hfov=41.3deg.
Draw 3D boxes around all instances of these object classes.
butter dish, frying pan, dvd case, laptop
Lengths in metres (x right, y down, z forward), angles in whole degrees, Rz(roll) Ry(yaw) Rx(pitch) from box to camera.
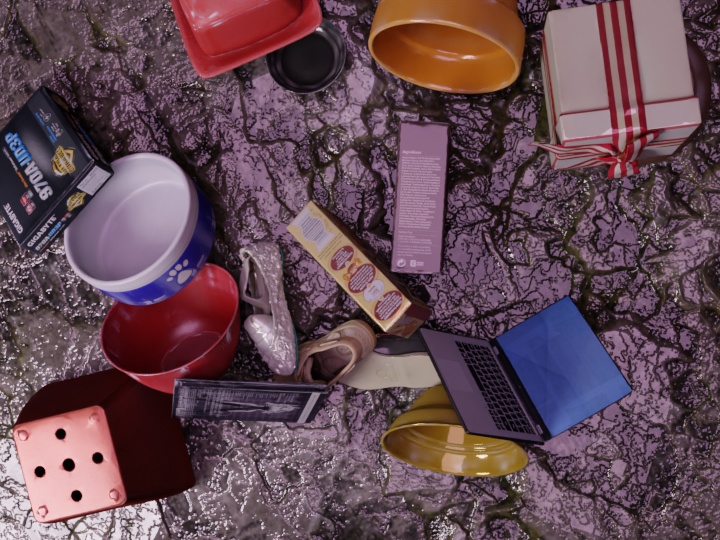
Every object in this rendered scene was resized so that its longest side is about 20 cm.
[{"bbox_3d":[-0.178,-0.395,1.281,0.199,0.148,0.201,-21,78,9],"label":"butter dish"},{"bbox_3d":[-0.083,-0.337,1.342,0.114,0.031,0.191,-13,80,5],"label":"frying pan"},{"bbox_3d":[-0.154,0.178,1.297,0.199,0.149,0.016,4,65,-11],"label":"dvd case"},{"bbox_3d":[0.208,0.117,1.240,0.199,0.188,0.116,13,123,-30],"label":"laptop"}]

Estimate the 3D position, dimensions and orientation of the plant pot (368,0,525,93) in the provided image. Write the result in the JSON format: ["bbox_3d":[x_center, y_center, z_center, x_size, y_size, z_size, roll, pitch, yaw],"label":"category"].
[{"bbox_3d":[0.125,-0.358,1.247,0.199,0.200,0.184,11,78,6],"label":"plant pot"}]

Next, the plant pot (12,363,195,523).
[{"bbox_3d":[-0.371,0.251,1.334,0.199,0.176,0.201,-14,92,8],"label":"plant pot"}]

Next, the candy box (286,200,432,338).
[{"bbox_3d":[0.000,0.000,1.282,0.055,0.115,0.200,-46,71,7],"label":"candy box"}]

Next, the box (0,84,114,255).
[{"bbox_3d":[-0.448,-0.144,1.343,0.159,0.046,0.200,-45,56,8],"label":"box"}]

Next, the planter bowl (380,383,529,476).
[{"bbox_3d":[0.131,0.207,1.291,0.199,0.201,0.084,7,61,7],"label":"planter bowl"}]

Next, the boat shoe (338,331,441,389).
[{"bbox_3d":[0.035,0.122,1.338,0.200,0.063,0.074,0,123,20],"label":"boat shoe"}]

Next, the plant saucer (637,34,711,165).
[{"bbox_3d":[0.375,-0.244,1.288,0.199,0.037,0.202,0,93,6],"label":"plant saucer"}]

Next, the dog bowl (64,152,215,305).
[{"bbox_3d":[-0.303,-0.057,1.315,0.199,0.079,0.201,-9,63,18],"label":"dog bowl"}]

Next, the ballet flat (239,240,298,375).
[{"bbox_3d":[-0.136,0.052,1.320,0.071,0.072,0.201,-14,68,7],"label":"ballet flat"}]

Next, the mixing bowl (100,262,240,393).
[{"bbox_3d":[-0.246,0.095,1.323,0.199,0.201,0.109,-11,135,7],"label":"mixing bowl"}]

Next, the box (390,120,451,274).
[{"bbox_3d":[0.084,-0.098,1.299,0.074,0.100,0.202,2,94,7],"label":"box"}]

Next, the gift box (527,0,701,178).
[{"bbox_3d":[0.303,-0.215,1.196,0.199,0.185,0.188,-8,83,11],"label":"gift box"}]

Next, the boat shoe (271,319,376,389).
[{"bbox_3d":[-0.065,0.133,1.313,0.071,0.065,0.200,50,125,-1],"label":"boat shoe"}]
